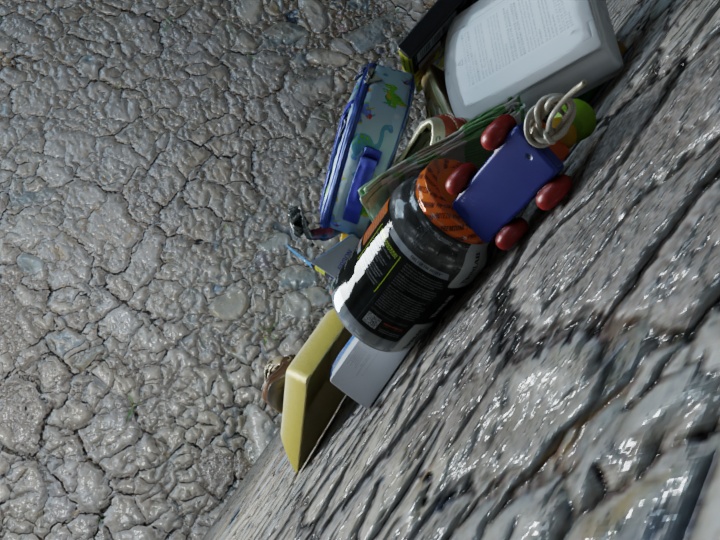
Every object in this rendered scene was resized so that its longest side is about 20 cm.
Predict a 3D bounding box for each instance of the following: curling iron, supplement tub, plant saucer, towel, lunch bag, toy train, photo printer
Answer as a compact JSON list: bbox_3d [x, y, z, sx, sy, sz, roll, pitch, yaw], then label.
[{"bbox_3d":[-0.052,-0.062,1.021,0.025,0.050,0.200,-24,-6,16],"label":"curling iron"},{"bbox_3d":[0.060,-0.014,0.782,0.201,0.122,0.123,-53,0,43],"label":"supplement tub"},{"bbox_3d":[-0.064,0.162,1.100,0.200,0.048,0.202,-54,-22,-50],"label":"plant saucer"},{"bbox_3d":[0.101,-0.099,0.827,0.198,0.024,0.153,-30,-28,2],"label":"towel"},{"bbox_3d":[0.007,-0.152,0.951,0.162,0.081,0.201,-76,3,-45],"label":"lunch bag"},{"bbox_3d":[0.164,-0.112,0.627,0.115,0.085,0.200,-38,-9,-33],"label":"toy train"},{"bbox_3d":[0.184,-0.252,0.841,0.199,0.069,0.169,-25,58,35],"label":"photo printer"}]

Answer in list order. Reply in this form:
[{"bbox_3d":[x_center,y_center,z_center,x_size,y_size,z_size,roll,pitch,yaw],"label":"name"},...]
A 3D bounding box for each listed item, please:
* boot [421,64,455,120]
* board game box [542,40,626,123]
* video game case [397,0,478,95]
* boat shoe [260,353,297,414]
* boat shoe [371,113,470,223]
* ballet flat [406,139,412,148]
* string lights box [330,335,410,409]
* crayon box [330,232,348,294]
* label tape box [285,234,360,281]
[{"bbox_3d":[0.089,-0.156,0.963,0.156,0.072,0.202,-46,46,35],"label":"boot"},{"bbox_3d":[0.258,-0.222,0.954,0.154,0.040,0.200,-54,0,12],"label":"board game box"},{"bbox_3d":[0.127,-0.331,0.959,0.200,0.025,0.181,-48,-6,4],"label":"video game case"},{"bbox_3d":[-0.118,0.172,1.154,0.200,0.071,0.077,7,-78,-76],"label":"boat shoe"},{"bbox_3d":[0.060,-0.105,0.873,0.062,0.072,0.200,-7,-31,-37],"label":"boat shoe"},{"bbox_3d":[0.159,-0.194,1.050,0.198,0.070,0.071,-29,-39,4],"label":"ballet flat"},{"bbox_3d":[0.012,0.106,0.951,0.103,0.059,0.200,-54,0,-2],"label":"string lights box"},{"bbox_3d":[0.031,-0.024,1.107,0.051,0.126,0.202,-52,-19,-47],"label":"crayon box"},{"bbox_3d":[0.000,0.000,0.997,0.067,0.199,0.143,-56,1,-4],"label":"label tape box"}]
